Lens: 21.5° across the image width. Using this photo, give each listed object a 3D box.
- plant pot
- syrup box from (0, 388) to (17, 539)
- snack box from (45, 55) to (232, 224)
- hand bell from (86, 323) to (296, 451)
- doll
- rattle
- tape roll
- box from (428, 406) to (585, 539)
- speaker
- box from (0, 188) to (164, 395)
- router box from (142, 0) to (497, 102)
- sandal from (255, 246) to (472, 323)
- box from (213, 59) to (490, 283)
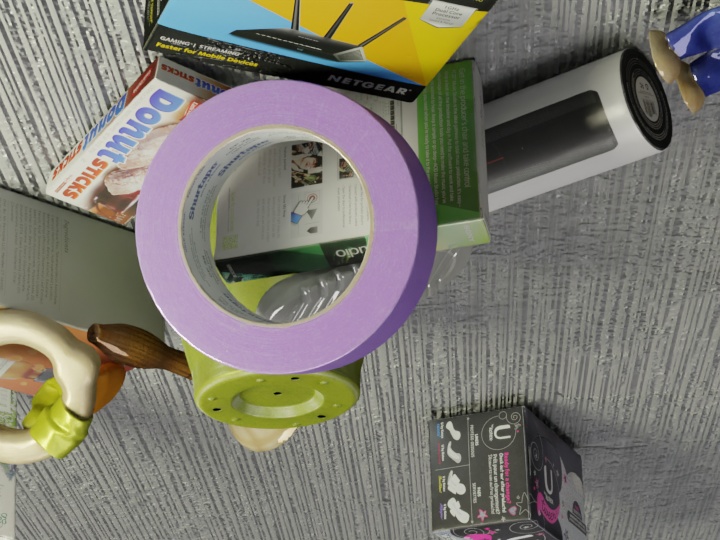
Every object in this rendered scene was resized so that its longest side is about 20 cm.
[{"bbox_3d":[-0.069,0.016,1.506,0.200,0.193,0.200,-2,154,-1],"label":"plant pot"},{"bbox_3d":[-0.375,0.166,1.781,0.079,0.200,0.081,15,149,-35],"label":"syrup box"},{"bbox_3d":[-0.167,-0.096,1.443,0.072,0.024,0.200,23,146,-23],"label":"snack box"},{"bbox_3d":[-0.145,0.079,1.566,0.104,0.104,0.200,-24,149,37],"label":"hand bell"},{"bbox_3d":[0.307,-0.175,1.309,0.200,0.048,0.136,-23,139,25],"label":"doll"},{"bbox_3d":[-0.301,0.068,1.534,0.200,0.143,0.130,12,122,5],"label":"rattle"},{"bbox_3d":[-0.050,-0.028,1.306,0.200,0.200,0.066,-9,176,13],"label":"tape roll"},{"bbox_3d":[0.165,0.244,2.066,0.115,0.132,0.200,-12,154,22],"label":"box"},{"bbox_3d":[0.128,-0.096,1.422,0.200,0.081,0.081,-18,151,31],"label":"speaker"},{"bbox_3d":[-0.287,0.022,1.597,0.200,0.106,0.152,19,147,-38],"label":"box"},{"bbox_3d":[-0.028,-0.183,1.250,0.200,0.051,0.149,9,152,-20],"label":"router box"},{"bbox_3d":[0.002,-0.005,1.422,0.203,0.050,0.082,-17,144,-37],"label":"sandal"},{"bbox_3d":[-0.007,-0.072,1.380,0.200,0.144,0.036,-9,146,14],"label":"box"}]
